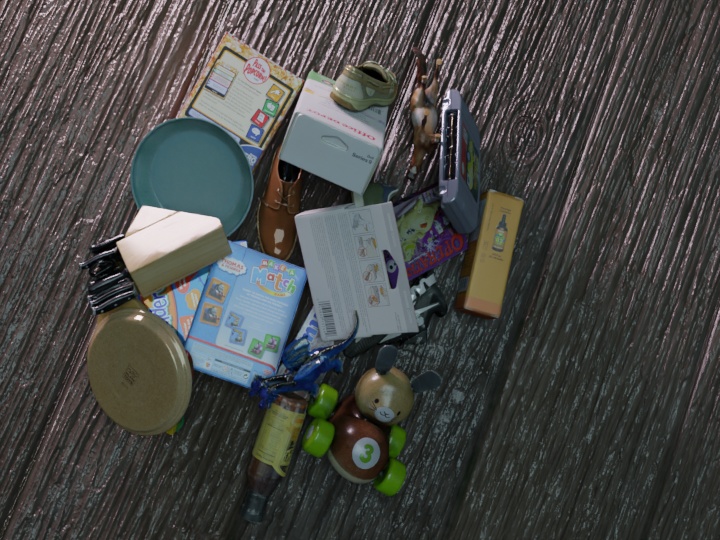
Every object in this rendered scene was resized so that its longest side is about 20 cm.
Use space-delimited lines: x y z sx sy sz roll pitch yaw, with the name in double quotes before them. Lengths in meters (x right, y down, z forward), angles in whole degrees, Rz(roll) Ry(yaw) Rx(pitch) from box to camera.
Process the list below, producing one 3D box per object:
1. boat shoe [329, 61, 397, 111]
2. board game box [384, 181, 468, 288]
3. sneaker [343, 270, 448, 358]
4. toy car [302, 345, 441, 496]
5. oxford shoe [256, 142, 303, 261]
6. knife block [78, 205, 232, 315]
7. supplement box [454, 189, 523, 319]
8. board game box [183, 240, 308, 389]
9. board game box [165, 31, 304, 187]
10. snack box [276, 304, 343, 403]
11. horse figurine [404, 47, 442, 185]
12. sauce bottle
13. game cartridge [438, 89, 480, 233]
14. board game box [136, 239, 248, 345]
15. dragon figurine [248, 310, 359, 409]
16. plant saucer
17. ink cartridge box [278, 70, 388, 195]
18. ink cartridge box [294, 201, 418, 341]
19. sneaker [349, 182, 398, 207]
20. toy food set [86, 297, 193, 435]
"boat shoe" 0.015 -0.303 1.502 0.072 0.200 0.064 32 117 15
"board game box" 0.083 -0.055 1.523 0.198 0.032 0.122 -28 110 -31
"sneaker" 0.064 0.092 1.533 0.199 0.066 0.091 -37 89 -13
"toy car" 0.032 0.209 1.437 0.162 0.159 0.201 30 118 -15
"oxford shoe" -0.127 -0.112 1.519 0.070 0.071 0.205 6 86 -10
"knife block" -0.310 -0.005 1.400 0.196 0.065 0.178 10 56 17
"supplement box" 0.213 -0.026 1.570 0.065 0.069 0.205 15 84 -9
"board game box" -0.180 0.071 1.464 0.148 0.037 0.204 20 82 -10
"board game box" -0.202 -0.256 1.529 0.150 0.046 0.203 31 81 -6
"snack box" -0.072 0.119 1.529 0.071 0.024 0.203 30 81 -5
"horse figurine" 0.105 -0.259 1.555 0.049 0.133 0.205 2 72 -6
"sauce bottle" -0.139 0.290 1.478 0.065 0.066 0.204 18 95 -7
"game cartridge" 0.163 -0.172 1.533 0.040 0.133 0.204 -3 67 18
"board game box" -0.266 0.042 1.493 0.195 0.045 0.156 -9 87 -10
"dragon figurine" -0.078 0.139 1.415 0.200 0.099 0.059 -44 58 11
"plant saucer" -0.261 -0.141 1.485 0.195 0.036 0.205 1 108 4
"ink cartridge box" -0.038 -0.218 1.473 0.143 0.201 0.089 22 117 -8
"ink cartridge box" 0.000 0.000 1.443 0.173 0.045 0.205 -6 102 28
"sneaker" 0.038 -0.045 1.540 0.088 0.067 0.205 -8 84 -6
"toy food set" -0.334 0.152 1.424 0.197 0.048 0.202 26 109 17
